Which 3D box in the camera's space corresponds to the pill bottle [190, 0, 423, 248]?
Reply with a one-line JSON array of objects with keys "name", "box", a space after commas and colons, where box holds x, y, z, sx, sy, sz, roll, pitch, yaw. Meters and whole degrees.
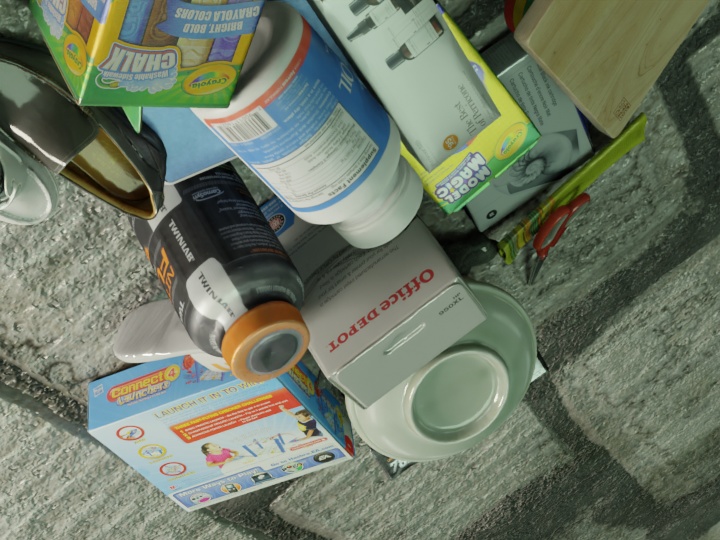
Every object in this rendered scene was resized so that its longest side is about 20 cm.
[{"name": "pill bottle", "box": [-0.037, -0.108, 1.121, 0.112, 0.113, 0.200, -39, 129, 8]}]

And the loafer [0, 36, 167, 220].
[{"name": "loafer", "box": [-0.221, -0.107, 1.067, 0.199, 0.073, 0.073, 30, 116, -37]}]

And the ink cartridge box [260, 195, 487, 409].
[{"name": "ink cartridge box", "box": [0.000, 0.000, 1.272, 0.144, 0.201, 0.084, -37, 144, 5]}]

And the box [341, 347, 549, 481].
[{"name": "box", "box": [0.084, 0.118, 1.494, 0.197, 0.200, 0.050, -32, 104, -1]}]

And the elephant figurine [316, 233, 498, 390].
[{"name": "elephant figurine", "box": [0.052, 0.038, 1.434, 0.154, 0.143, 0.200, -15, 168, 23]}]

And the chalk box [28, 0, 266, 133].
[{"name": "chalk box", "box": [-0.152, -0.194, 0.995, 0.123, 0.125, 0.201, -3, 133, -36]}]

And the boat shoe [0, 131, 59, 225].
[{"name": "boat shoe", "box": [-0.288, -0.081, 1.064, 0.072, 0.069, 0.200, -33, 144, -1]}]

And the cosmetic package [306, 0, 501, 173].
[{"name": "cosmetic package", "box": [0.033, -0.178, 1.144, 0.082, 0.051, 0.200, -37, 128, 2]}]

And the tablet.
[{"name": "tablet", "box": [-0.090, -0.158, 1.145, 0.198, 0.014, 0.131, -23, 127, -6]}]

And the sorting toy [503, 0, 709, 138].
[{"name": "sorting toy", "box": [0.219, -0.251, 1.239, 0.201, 0.069, 0.198, -55, 143, 2]}]

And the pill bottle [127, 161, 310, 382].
[{"name": "pill bottle", "box": [-0.114, -0.001, 1.180, 0.105, 0.201, 0.107, -21, 142, -17]}]

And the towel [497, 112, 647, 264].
[{"name": "towel", "box": [0.219, -0.082, 1.453, 0.200, 0.018, 0.086, -43, 171, 1]}]

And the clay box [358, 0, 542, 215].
[{"name": "clay box", "box": [0.075, -0.138, 1.251, 0.115, 0.048, 0.200, -40, 123, 8]}]

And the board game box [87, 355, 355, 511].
[{"name": "board game box", "box": [-0.134, 0.149, 1.393, 0.198, 0.056, 0.196, -19, 141, 15]}]

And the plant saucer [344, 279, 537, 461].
[{"name": "plant saucer", "box": [0.085, 0.107, 1.336, 0.198, 0.050, 0.202, -11, 122, -18]}]

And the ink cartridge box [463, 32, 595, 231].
[{"name": "ink cartridge box", "box": [0.162, -0.150, 1.365, 0.199, 0.041, 0.200, -36, 144, 2]}]

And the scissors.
[{"name": "scissors", "box": [0.192, -0.020, 1.515, 0.073, 0.014, 0.201, -37, 166, -31]}]

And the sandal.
[{"name": "sandal", "box": [-0.132, 0.054, 1.278, 0.205, 0.080, 0.059, -9, 144, 34]}]
